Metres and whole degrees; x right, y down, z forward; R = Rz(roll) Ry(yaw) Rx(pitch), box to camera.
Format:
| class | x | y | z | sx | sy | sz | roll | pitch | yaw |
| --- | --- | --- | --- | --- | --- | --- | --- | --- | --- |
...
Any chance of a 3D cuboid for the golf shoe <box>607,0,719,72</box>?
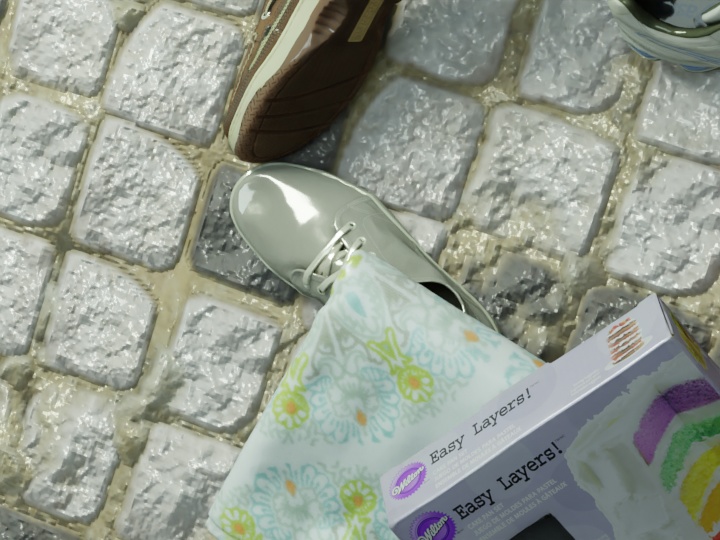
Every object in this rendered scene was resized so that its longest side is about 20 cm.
| class | x | y | z | sx | sy | sz | roll | pitch | yaw |
| --- | --- | --- | --- | --- | --- | --- | --- | --- | --- |
| golf shoe | 0.229 | -0.136 | 1.277 | 0.199 | 0.097 | 0.079 | 5 | 90 | 22 |

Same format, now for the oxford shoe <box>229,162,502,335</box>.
| class | x | y | z | sx | sy | sz | roll | pitch | yaw |
| --- | --- | --- | --- | --- | --- | --- | --- | --- | --- |
| oxford shoe | 0.000 | 0.000 | 1.389 | 0.200 | 0.058 | 0.075 | 39 | 102 | 19 |

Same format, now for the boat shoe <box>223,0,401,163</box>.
| class | x | y | z | sx | sy | sz | roll | pitch | yaw |
| --- | --- | --- | --- | --- | --- | --- | --- | --- | --- |
| boat shoe | -0.026 | -0.155 | 1.387 | 0.203 | 0.074 | 0.075 | -53 | 54 | 31 |

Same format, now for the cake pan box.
| class | x | y | z | sx | sy | sz | roll | pitch | yaw |
| --- | --- | --- | --- | --- | --- | --- | --- | --- | --- |
| cake pan box | 0.136 | 0.134 | 1.282 | 0.199 | 0.052 | 0.184 | -34 | 116 | 14 |

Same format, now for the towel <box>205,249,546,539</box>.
| class | x | y | z | sx | sy | sz | roll | pitch | yaw |
| --- | --- | --- | --- | --- | --- | --- | --- | --- | --- |
| towel | 0.023 | 0.113 | 1.341 | 0.170 | 0.048 | 0.201 | 30 | 111 | 1 |
